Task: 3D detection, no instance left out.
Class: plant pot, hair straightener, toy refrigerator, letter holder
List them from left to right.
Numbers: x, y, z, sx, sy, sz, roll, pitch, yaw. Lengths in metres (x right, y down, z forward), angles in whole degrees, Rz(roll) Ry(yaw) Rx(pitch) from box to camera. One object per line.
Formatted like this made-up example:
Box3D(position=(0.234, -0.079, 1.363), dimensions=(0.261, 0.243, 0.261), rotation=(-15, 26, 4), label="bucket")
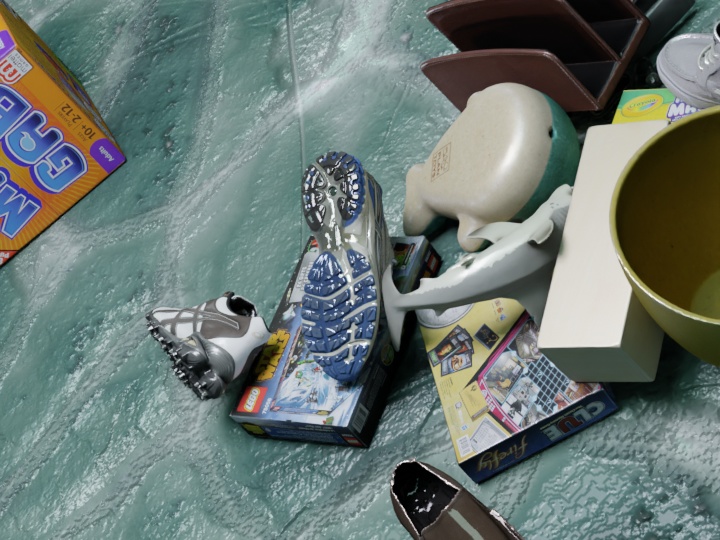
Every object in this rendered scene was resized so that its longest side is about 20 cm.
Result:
Box3D(position=(0.135, -0.223, 1.592), dimensions=(0.200, 0.142, 0.101), rotation=(4, 59, 56), label="letter holder")
Box3D(position=(0.236, -0.186, 1.593), dimensions=(0.200, 0.041, 0.077), rotation=(-47, 41, -5), label="hair straightener")
Box3D(position=(0.207, -0.014, 1.387), dimensions=(0.076, 0.070, 0.201), rotation=(-3, 60, 37), label="toy refrigerator")
Box3D(position=(0.291, -0.004, 1.302), dimensions=(0.199, 0.142, 0.201), rotation=(-7, 54, 10), label="plant pot")

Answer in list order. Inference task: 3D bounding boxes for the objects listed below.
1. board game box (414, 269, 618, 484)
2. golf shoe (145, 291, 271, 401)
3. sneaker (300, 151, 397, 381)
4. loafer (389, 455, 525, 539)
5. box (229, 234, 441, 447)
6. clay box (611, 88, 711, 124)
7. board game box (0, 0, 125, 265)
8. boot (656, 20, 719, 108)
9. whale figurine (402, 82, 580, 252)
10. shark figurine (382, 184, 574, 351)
Box3D(position=(0.125, 0.066, 1.469), dimensions=(0.135, 0.035, 0.201), rotation=(-29, 43, 15), label="board game box")
Box3D(position=(-0.138, 0.063, 1.636), dimensions=(0.094, 0.078, 0.200), rotation=(-36, 22, -12), label="golf shoe")
Box3D(position=(0.000, 0.000, 1.534), dimensions=(0.077, 0.085, 0.201), rotation=(-7, 74, 30), label="sneaker")
Box3D(position=(0.079, 0.212, 1.352), dimensions=(0.073, 0.071, 0.200), rotation=(-48, 42, -7), label="loafer")
Box3D(position=(-0.021, 0.060, 1.583), dimensions=(0.136, 0.040, 0.201), rotation=(2, 57, 37), label="box")
Box3D(position=(0.260, -0.086, 1.484), dimensions=(0.114, 0.048, 0.201), rotation=(1, 58, 36), label="clay box")
Box3D(position=(-0.422, -0.169, 1.962), dimensions=(0.200, 0.200, 0.200), rotation=(-40, 41, 2), label="board game box")
Box3D(position=(0.306, -0.174, 1.419), dimensions=(0.074, 0.096, 0.200), rotation=(-49, 42, -11), label="boot")
Box3D(position=(0.118, -0.084, 1.572), dimensions=(0.200, 0.103, 0.160), rotation=(-29, 49, 50), label="whale figurine")
Box3D(position=(0.111, 0.015, 1.439), dimensions=(0.214, 0.090, 0.128), rotation=(-29, 15, 9), label="shark figurine")
